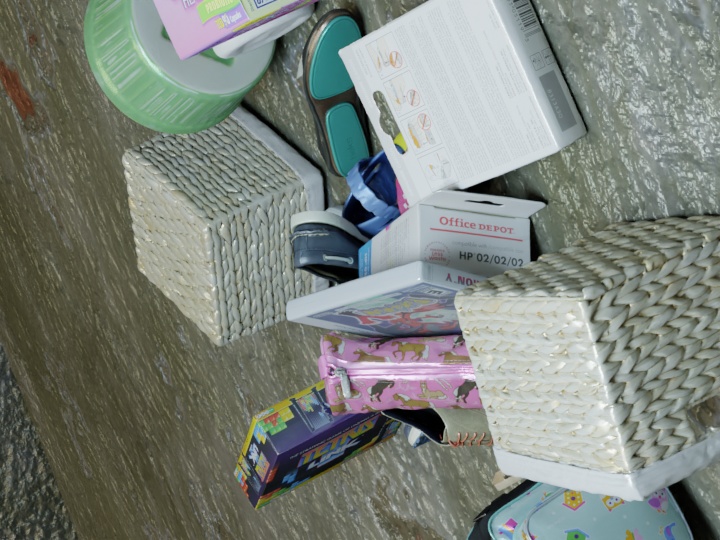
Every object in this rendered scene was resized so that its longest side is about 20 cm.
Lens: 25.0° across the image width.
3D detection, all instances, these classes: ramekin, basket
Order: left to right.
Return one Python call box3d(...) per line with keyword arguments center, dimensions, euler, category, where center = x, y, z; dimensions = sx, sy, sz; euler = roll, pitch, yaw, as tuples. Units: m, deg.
box3d(center=(-0.185, -0.255, 1.725), dimensions=(0.097, 0.199, 0.202), euler=(-23, 94, 57), category="ramekin")
box3d(center=(-0.153, -0.052, 1.876), dimensions=(0.200, 0.160, 0.200), euler=(39, 145, 38), category="basket")
box3d(center=(0.209, 0.061, 1.263), dimensions=(0.199, 0.196, 0.163), euler=(-3, 107, 63), category="basket")

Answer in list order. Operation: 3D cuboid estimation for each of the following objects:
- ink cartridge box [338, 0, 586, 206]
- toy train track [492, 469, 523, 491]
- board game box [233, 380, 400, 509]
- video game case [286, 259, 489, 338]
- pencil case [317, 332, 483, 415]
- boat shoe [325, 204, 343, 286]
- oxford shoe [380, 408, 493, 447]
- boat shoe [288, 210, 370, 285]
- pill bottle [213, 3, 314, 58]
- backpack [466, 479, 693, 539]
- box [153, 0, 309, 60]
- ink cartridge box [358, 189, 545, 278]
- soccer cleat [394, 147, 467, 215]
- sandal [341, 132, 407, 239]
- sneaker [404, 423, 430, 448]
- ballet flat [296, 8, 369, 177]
box3d(center=(0.086, -0.157, 1.409), dimensions=(0.199, 0.050, 0.163), euler=(-19, 97, 52), category="ink cartridge box")
box3d(center=(0.179, 0.152, 1.464), dimensions=(0.033, 0.114, 0.200), euler=(54, 140, 2), category="toy train track")
box3d(center=(-0.037, 0.177, 1.836), dimensions=(0.057, 0.198, 0.166), euler=(56, 155, 18), category="board game box")
box3d(center=(0.060, 0.036, 1.503), dimensions=(0.199, 0.181, 0.023), euler=(-18, 65, 49), category="video game case")
box3d(center=(0.060, 0.097, 1.534), dimensions=(0.087, 0.197, 0.084), euler=(-78, -17, -51), category="pencil case")
box3d(center=(0.006, 0.018, 1.751), dimensions=(0.201, 0.070, 0.072), euler=(55, 154, 18), category="boat shoe")
box3d(center=(0.111, 0.155, 1.597), dimensions=(0.198, 0.075, 0.071), euler=(20, 135, 10), category="oxford shoe")
box3d(center=(0.000, 0.000, 1.637), dimensions=(0.074, 0.199, 0.063), euler=(-9, 66, 31), category="boat shoe")
box3d(center=(-0.136, -0.328, 1.645), dimensions=(0.202, 0.116, 0.116), euler=(65, 155, -1), category="pill bottle")
box3d(center=(0.220, 0.267, 1.459), dimensions=(0.201, 0.175, 0.153), euler=(57, 159, 3), category="backpack")
box3d(center=(-0.070, -0.285, 1.462), dimensions=(0.175, 0.199, 0.098), euler=(-10, 105, 63), category="box")
box3d(center=(0.083, -0.010, 1.509), dimensions=(0.200, 0.114, 0.069), euler=(142, 131, -65), category="ink cartridge box")
box3d(center=(0.078, -0.095, 1.507), dimensions=(0.086, 0.069, 0.202), euler=(41, 147, 39), category="soccer cleat")
box3d(center=(0.014, -0.067, 1.642), dimensions=(0.080, 0.087, 0.201), euler=(52, 154, 19), category="sandal")
box3d(center=(0.080, 0.104, 1.700), dimensions=(0.085, 0.076, 0.201), euler=(50, 142, 28), category="sneaker")
box3d(center=(-0.033, -0.185, 1.645), dimensions=(0.068, 0.067, 0.202), euler=(50, 152, 45), category="ballet flat")
